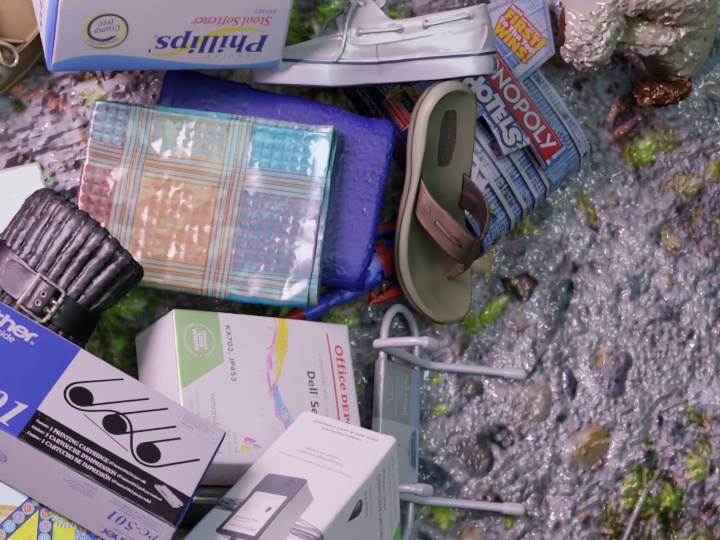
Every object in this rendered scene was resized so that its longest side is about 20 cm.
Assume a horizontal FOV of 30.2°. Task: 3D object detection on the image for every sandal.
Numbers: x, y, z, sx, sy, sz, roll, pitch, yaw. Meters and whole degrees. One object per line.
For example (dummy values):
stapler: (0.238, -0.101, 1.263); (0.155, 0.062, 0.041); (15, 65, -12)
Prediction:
sandal: (0.072, -0.049, 1.077); (0.079, 0.057, 0.204); (-17, 117, -38)

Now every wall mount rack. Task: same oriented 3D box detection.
wall mount rack: (0.069, 0.131, 1.098); (0.173, 0.074, 0.203); (23, 66, -55)

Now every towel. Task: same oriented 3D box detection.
towel: (-0.121, -0.053, 1.032); (0.197, 0.022, 0.149); (7, 77, -2)
towel: (-0.078, -0.071, 1.075); (0.197, 0.050, 0.150); (13, 78, -1)

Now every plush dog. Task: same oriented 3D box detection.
plush dog: (0.276, -0.248, 1.206); (0.158, 0.172, 0.203); (3, 68, 25)

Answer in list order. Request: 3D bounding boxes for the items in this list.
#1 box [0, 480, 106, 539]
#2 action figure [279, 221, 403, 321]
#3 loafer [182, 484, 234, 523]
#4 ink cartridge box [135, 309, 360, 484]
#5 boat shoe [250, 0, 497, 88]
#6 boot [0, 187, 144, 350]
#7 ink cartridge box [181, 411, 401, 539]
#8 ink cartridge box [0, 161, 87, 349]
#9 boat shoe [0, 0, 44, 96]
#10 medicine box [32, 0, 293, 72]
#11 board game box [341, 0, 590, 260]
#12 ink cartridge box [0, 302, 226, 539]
box: (-0.254, 0.211, 0.890); (0.191, 0.200, 0.123); (29, 70, -13)
action figure: (0.000, 0.000, 1.111); (0.198, 0.052, 0.066); (-21, 82, -25)
loafer: (-0.167, 0.150, 1.014); (0.197, 0.072, 0.064); (14, 58, -24)
ink cartridge box: (-0.066, 0.100, 1.019); (0.198, 0.067, 0.119); (6, 66, -36)
boat shoe: (0.009, -0.192, 1.065); (0.198, 0.075, 0.088); (-4, 96, 0)
boot: (-0.200, 0.058, 0.933); (0.211, 0.079, 0.158); (46, 69, 0)
ink cartridge box: (-0.052, 0.215, 0.897); (0.200, 0.083, 0.147); (-44, 139, -49)
ink cartridge box: (-0.268, 0.030, 0.996); (0.102, 0.059, 0.203); (-14, 84, -22)
boat shoe: (-0.318, -0.158, 1.013); (0.199, 0.063, 0.074); (-32, 91, -23)
medicine box: (-0.161, -0.252, 1.023); (0.179, 0.104, 0.202); (-5, 47, -21)
board game box: (0.116, -0.151, 1.175); (0.199, 0.062, 0.201); (-40, 95, -22)
ink cartridge box: (-0.191, 0.094, 0.837); (0.198, 0.044, 0.094); (30, 36, -2)
